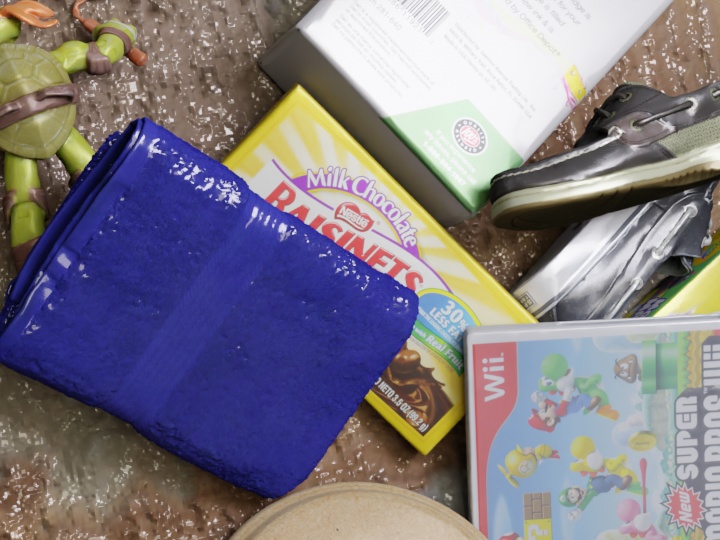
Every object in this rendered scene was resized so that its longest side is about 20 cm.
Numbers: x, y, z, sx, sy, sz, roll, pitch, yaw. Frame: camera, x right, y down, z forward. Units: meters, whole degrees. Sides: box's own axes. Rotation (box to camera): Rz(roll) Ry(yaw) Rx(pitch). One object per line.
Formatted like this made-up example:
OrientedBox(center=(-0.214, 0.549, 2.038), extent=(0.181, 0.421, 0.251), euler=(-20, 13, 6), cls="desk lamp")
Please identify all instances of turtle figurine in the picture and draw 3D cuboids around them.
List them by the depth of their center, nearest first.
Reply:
OrientedBox(center=(-0.167, -0.082, 1.030), extent=(0.200, 0.064, 0.161), euler=(-24, 90, -21), cls="turtle figurine")

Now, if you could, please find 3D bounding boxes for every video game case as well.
OrientedBox(center=(0.160, 0.097, 1.084), extent=(0.200, 0.017, 0.143), euler=(-3, 102, -3), cls="video game case")

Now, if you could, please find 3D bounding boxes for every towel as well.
OrientedBox(center=(-0.082, 0.023, 1.018), extent=(0.200, 0.050, 0.148), euler=(32, 99, -27), cls="towel")

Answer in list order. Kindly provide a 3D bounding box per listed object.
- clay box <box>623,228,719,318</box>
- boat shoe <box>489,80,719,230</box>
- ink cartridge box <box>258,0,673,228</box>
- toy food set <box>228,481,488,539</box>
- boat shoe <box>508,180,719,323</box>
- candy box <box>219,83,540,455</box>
OrientedBox(center=(0.217, 0.055, 1.153), extent=(0.200, 0.048, 0.115), euler=(-41, 98, -19), cls="clay box")
OrientedBox(center=(0.157, -0.073, 1.074), extent=(0.201, 0.072, 0.066), euler=(-15, 82, -19), cls="boat shoe")
OrientedBox(center=(0.065, -0.143, 1.111), extent=(0.145, 0.084, 0.200), euler=(46, 71, -8), cls="ink cartridge box")
OrientedBox(center=(0.002, 0.211, 1.033), extent=(0.198, 0.049, 0.200), euler=(43, 61, 11), cls="toy food set")
OrientedBox(center=(0.176, -0.027, 1.138), extent=(0.068, 0.072, 0.200), euler=(47, 73, -3), cls="boat shoe")
OrientedBox(center=(0.000, 0.000, 1.081), extent=(0.200, 0.026, 0.102), euler=(44, 89, -8), cls="candy box")
